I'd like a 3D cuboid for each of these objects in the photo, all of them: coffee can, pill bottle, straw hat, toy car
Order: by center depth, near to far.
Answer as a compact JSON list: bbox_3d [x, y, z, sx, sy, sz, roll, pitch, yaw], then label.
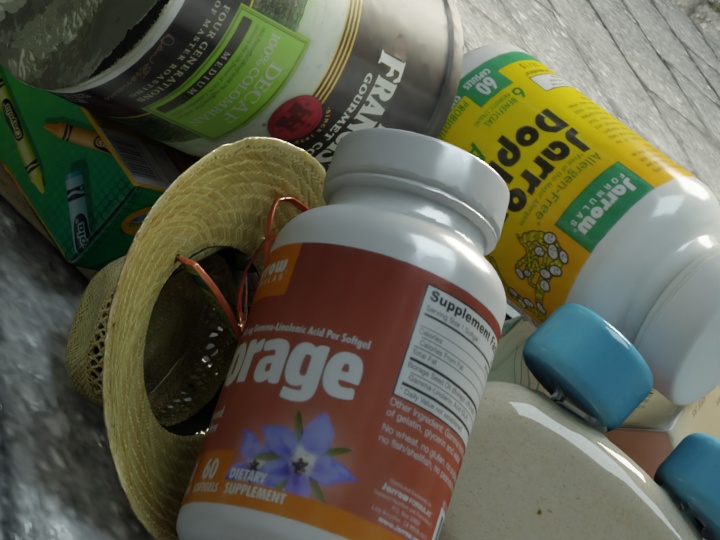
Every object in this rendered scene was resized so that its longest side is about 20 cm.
[{"bbox_3d":[0.000,0.043,0.878,0.112,0.112,0.201,32,66,-33],"label":"pill bottle"},{"bbox_3d":[-0.088,0.031,0.923,0.085,0.202,0.201,6,-3,32],"label":"straw hat"},{"bbox_3d":[-0.065,-0.127,0.983,0.200,0.146,0.147,23,29,-47],"label":"coffee can"},{"bbox_3d":[0.080,0.137,1.008,0.177,0.184,0.200,44,-10,-3],"label":"toy car"},{"bbox_3d":[0.116,-0.022,1.031,0.200,0.113,0.113,41,15,27],"label":"pill bottle"}]

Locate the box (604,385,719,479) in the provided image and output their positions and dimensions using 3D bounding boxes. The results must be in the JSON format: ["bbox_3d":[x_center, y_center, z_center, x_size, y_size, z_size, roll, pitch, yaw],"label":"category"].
[{"bbox_3d":[0.176,0.136,1.095,0.095,0.078,0.200,-51,131,-40],"label":"box"}]

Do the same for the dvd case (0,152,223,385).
[{"bbox_3d":[-0.109,-0.005,1.072,0.200,0.016,0.149,44,17,-1],"label":"dvd case"}]

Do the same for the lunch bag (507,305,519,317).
[{"bbox_3d":[0.111,-0.029,1.450,0.200,0.082,0.161,36,20,-35],"label":"lunch bag"}]

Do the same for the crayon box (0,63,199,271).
[{"bbox_3d":[-0.146,-0.083,1.046,0.200,0.058,0.119,53,20,27],"label":"crayon box"}]

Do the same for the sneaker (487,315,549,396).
[{"bbox_3d":[0.119,0.054,1.176,0.080,0.200,0.070,52,50,0],"label":"sneaker"}]
